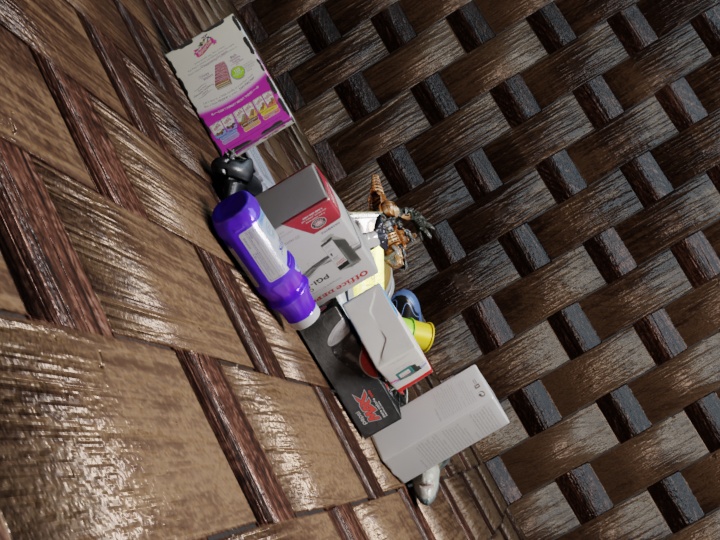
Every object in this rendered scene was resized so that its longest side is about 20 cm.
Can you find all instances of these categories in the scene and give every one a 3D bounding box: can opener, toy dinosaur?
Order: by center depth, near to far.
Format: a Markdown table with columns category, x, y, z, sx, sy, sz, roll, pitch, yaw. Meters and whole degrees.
| category | x | y | z | sx | sy | sz | roll | pitch | yaw |
| --- | --- | --- | --- | --- | --- | --- | --- | --- | --- |
| can opener | -0.189 | -0.138 | 1.543 | 0.063 | 0.079 | 0.200 | 21 | 1 | 2 |
| toy dinosaur | 0.058 | -0.089 | 1.839 | 0.135 | 0.101 | 0.202 | 26 | 61 | -51 |

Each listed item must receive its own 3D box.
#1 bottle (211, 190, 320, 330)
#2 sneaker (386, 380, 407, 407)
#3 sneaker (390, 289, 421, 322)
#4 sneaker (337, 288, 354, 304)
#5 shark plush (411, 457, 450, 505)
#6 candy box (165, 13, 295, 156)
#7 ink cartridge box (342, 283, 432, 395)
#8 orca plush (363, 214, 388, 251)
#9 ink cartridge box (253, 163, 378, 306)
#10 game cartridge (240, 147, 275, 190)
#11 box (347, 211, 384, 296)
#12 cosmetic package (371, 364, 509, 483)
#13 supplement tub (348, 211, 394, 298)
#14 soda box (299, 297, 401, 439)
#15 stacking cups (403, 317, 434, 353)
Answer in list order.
| category | x | y | z | sx | sy | sz | roll | pitch | yaw |
| --- | --- | --- | --- | --- | --- | --- | --- | --- | --- |
| bottle | -0.121 | -0.008 | 1.341 | 0.201 | 0.065 | 0.084 | 58 | 4 | -27 |
| sneaker | 0.041 | 0.201 | 1.779 | 0.201 | 0.073 | 0.080 | -111 | -178 | -48 |
| sneaker | 0.069 | 0.140 | 1.932 | 0.078 | 0.070 | 0.202 | -27 | 125 | -64 |
| sneaker | -0.052 | 0.064 | 1.676 | 0.076 | 0.080 | 0.202 | 134 | -50 | -55 |
| shark plush | 0.099 | 0.358 | 1.714 | 0.200 | 0.090 | 0.084 | 120 | -38 | -72 |
| candy box | -0.217 | -0.304 | 1.691 | 0.201 | 0.136 | 0.061 | 61 | 3 | 1 |
| ink cartridge box | 0.047 | 0.110 | 1.535 | 0.117 | 0.067 | 0.200 | 60 | 2 | 22 |
| orca plush | -0.057 | -0.054 | 1.657 | 0.071 | 0.199 | 0.106 | 46 | -25 | 56 |
| ink cartridge box | -0.079 | -0.041 | 1.498 | 0.200 | 0.146 | 0.083 | 53 | 9 | -50 |
| game cartridge | -0.207 | -0.208 | 1.828 | 0.201 | 0.040 | 0.133 | 62 | 8 | 14 |
| box | 0.000 | 0.000 | 1.742 | 0.050 | 0.075 | 0.202 | -176 | -94 | -67 |
| cosmetic package | 0.124 | 0.244 | 1.597 | 0.102 | 0.199 | 0.072 | 54 | 6 | -51 |
| supplement tub | -0.024 | -0.007 | 1.881 | 0.145 | 0.144 | 0.200 | 63 | 6 | 33 |
| soda box | -0.015 | 0.145 | 1.507 | 0.201 | 0.070 | 0.063 | 59 | 5 | -11 |
| stacking cups | 0.039 | 0.097 | 1.852 | 0.199 | 0.061 | 0.061 | 19 | 25 | -25 |
